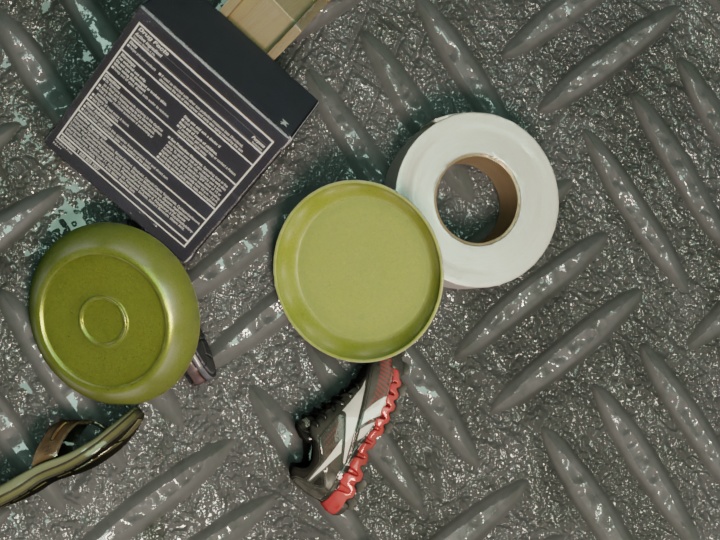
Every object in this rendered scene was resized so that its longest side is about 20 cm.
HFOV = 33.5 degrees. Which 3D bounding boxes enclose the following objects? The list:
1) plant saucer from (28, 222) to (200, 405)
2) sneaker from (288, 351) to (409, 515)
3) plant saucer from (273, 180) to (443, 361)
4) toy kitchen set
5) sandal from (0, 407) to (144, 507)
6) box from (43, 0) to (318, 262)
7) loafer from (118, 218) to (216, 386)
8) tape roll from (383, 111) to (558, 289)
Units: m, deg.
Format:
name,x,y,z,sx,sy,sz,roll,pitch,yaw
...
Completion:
name,x,y,z,sx,sy,sz,roll,pitch,yaw
plant saucer,-0.269,0.051,1.274,0.197,0.031,0.203,3,103,12
sneaker,-0.018,0.168,1.349,0.097,0.071,0.202,27,84,-12
plant saucer,0.000,0.000,1.335,0.197,0.031,0.203,2,98,18
toy kitchen set,-0.133,-0.320,1.346,0.163,0.180,0.201,45,40,-10
sandal,-0.325,0.194,1.281,0.199,0.080,0.058,-26,79,-12
box,-0.185,-0.157,1.256,0.200,0.124,0.198,41,120,-8
loafer,-0.229,0.043,1.318,0.063,0.072,0.201,-30,88,8
tape roll,0.126,-0.080,1.392,0.200,0.071,0.205,0,88,-12
